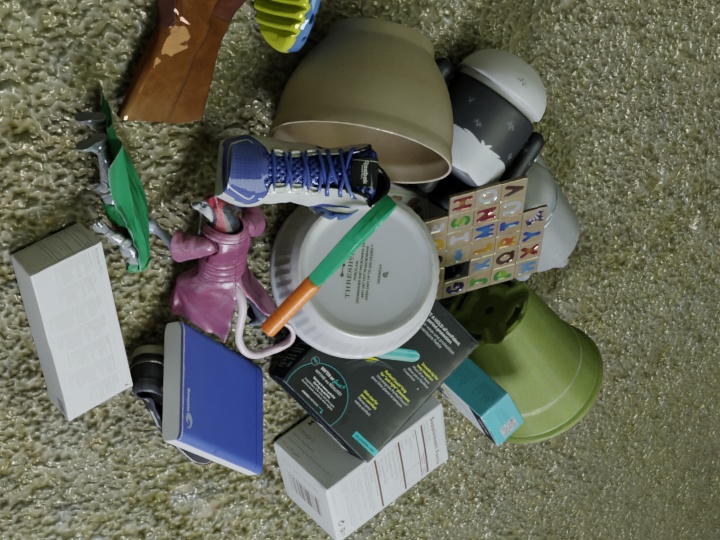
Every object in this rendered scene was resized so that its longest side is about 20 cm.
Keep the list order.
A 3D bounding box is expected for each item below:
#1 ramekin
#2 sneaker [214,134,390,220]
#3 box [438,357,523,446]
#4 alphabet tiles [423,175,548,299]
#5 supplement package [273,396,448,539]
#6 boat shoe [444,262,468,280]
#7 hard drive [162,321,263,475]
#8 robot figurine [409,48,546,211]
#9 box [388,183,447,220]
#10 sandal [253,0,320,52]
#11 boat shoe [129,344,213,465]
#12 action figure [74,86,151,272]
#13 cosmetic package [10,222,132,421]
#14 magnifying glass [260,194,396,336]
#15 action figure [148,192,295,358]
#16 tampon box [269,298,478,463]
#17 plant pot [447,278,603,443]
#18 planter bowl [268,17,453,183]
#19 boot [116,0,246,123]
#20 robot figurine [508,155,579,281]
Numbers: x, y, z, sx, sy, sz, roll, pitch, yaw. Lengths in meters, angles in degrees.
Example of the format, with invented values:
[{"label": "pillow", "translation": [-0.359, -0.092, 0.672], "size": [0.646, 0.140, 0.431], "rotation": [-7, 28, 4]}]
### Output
[{"label": "ramekin", "translation": [0.000, 0.000, 1.563], "size": [0.202, 0.202, 0.094], "rotation": [-46, -175, -11]}, {"label": "sneaker", "translation": [-0.044, -0.104, 1.418], "size": [0.199, 0.115, 0.081], "rotation": [8, 78, -39]}, {"label": "box", "translation": [0.124, 0.138, 1.798], "size": [0.049, 0.200, 0.082], "rotation": [-42, 141, -8]}, {"label": "alphabet tiles", "translation": [0.151, -0.038, 1.687], "size": [0.166, 0.008, 0.201], "rotation": [-15, 145, -11]}, {"label": "supplement package", "translation": [0.004, 0.238, 1.816], "size": [0.200, 0.117, 0.118], "rotation": [-34, 138, -24]}, {"label": "boat shoe", "translation": [0.100, -0.003, 1.780], "size": [0.199, 0.068, 0.072], "rotation": [12, 108, -51]}, {"label": "hard drive", "translation": [-0.165, 0.150, 1.563], "size": [0.200, 0.025, 0.133], "rotation": [40, 45, -61]}, {"label": "robot figurine", "translation": [0.136, -0.171, 1.649], "size": [0.201, 0.125, 0.150], "rotation": [-55, 151, 1]}, {"label": "box", "translation": [0.071, -0.079, 1.713], "size": [0.199, 0.041, 0.039], "rotation": [17, 105, -50]}, {"label": "sandal", "translation": [-0.047, -0.316, 1.390], "size": [0.087, 0.079, 0.201], "rotation": [-8, 124, -47]}, {"label": "boat shoe", "translation": [-0.213, 0.170, 1.562], "size": [0.072, 0.063, 0.201], "rotation": [-9, 134, 13]}, {"label": "action figure", "translation": [-0.241, -0.068, 1.365], "size": [0.054, 0.119, 0.201], "rotation": [-10, 136, -1]}, {"label": "cosmetic package", "translation": [-0.297, 0.055, 1.421], "size": [0.082, 0.051, 0.201], "rotation": [-27, 134, -27]}, {"label": "magnifying glass", "translation": [-0.034, -0.005, 1.439], "size": [0.200, 0.022, 0.080], "rotation": [-48, 178, 19]}, {"label": "action figure", "translation": [-0.152, -0.005, 1.463], "size": [0.133, 0.149, 0.201], "rotation": [-24, 147, -24]}, {"label": "tampon box", "translation": [0.013, 0.108, 1.674], "size": [0.150, 0.126, 0.200], "rotation": [46, 81, -8]}, {"label": "plant pot", "translation": [0.209, 0.102, 1.883], "size": [0.200, 0.200, 0.190], "rotation": [-46, 133, -10]}, {"label": "planter bowl", "translation": [0.011, -0.188, 1.473], "size": [0.200, 0.199, 0.136], "rotation": [26, 71, -51]}, {"label": "boot", "translation": [-0.198, -0.240, 1.319], "size": [0.188, 0.068, 0.201], "rotation": [-5, 128, -53]}, {"label": "robot figurine", "translation": [0.219, -0.074, 1.812], "size": [0.200, 0.112, 0.171], "rotation": [44, 50, -52]}]
